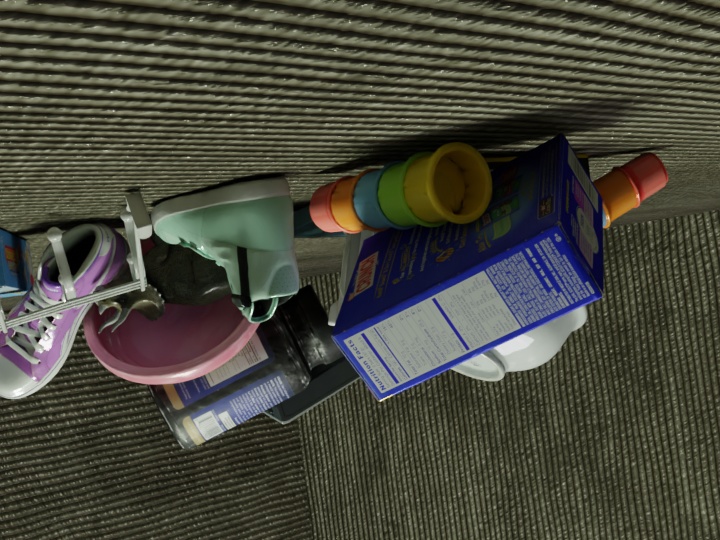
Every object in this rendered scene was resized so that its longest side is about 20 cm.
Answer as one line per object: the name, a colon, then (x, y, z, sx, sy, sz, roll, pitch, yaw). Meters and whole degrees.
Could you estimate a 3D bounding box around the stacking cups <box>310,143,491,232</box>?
stacking cups: (0.019, -0.059, 1.050, 0.060, 0.061, 0.199, -7, 180, -34)

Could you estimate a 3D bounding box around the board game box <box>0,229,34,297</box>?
board game box: (-0.433, 0.005, 1.280, 0.194, 0.056, 0.200, -8, 178, -7)

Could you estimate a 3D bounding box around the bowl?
bowl: (0.111, 0.045, 1.259, 0.200, 0.091, 0.201, 25, 162, 8)

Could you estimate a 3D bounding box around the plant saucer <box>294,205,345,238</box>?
plant saucer: (-0.027, -0.056, 1.493, 0.070, 0.019, 0.200, -25, 171, 27)

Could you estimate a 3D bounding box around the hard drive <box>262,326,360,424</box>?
hard drive: (-0.089, 0.103, 1.518, 0.139, 0.033, 0.199, -30, -152, -25)

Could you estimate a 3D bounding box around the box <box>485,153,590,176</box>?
box: (0.096, -0.073, 1.226, 0.199, 0.050, 0.159, -7, 180, -41)

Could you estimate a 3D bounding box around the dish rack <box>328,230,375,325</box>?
dish rack: (0.000, 0.000, 1.375, 0.043, 0.173, 0.200, 7, 179, 4)

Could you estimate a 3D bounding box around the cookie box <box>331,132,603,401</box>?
cookie box: (0.088, -0.004, 1.032, 0.199, 0.075, 0.171, -27, -160, 22)

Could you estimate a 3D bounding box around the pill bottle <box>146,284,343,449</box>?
pill bottle: (-0.122, 0.097, 1.385, 0.199, 0.113, 0.112, -27, 180, -5)

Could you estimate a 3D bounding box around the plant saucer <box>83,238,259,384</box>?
plant saucer: (-0.185, 0.038, 1.345, 0.199, 0.202, 0.051, -8, 140, 11)

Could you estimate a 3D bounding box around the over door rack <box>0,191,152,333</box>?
over door rack: (-0.257, -0.015, 1.123, 0.147, 0.067, 0.200, -18, 168, -15)

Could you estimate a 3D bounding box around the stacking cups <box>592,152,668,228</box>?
stacking cups: (0.218, -0.053, 1.310, 0.199, 0.061, 0.060, -29, -176, -14)

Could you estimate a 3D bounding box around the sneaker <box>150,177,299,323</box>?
sneaker: (-0.123, -0.010, 1.152, 0.073, 0.119, 0.200, -8, 180, -34)

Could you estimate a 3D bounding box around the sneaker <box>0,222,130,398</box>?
sneaker: (-0.310, 0.035, 1.271, 0.072, 0.201, 0.114, 33, 178, 5)

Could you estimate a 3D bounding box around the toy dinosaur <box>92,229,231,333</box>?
toy dinosaur: (-0.168, -0.004, 1.300, 0.198, 0.103, 0.077, -10, 176, -5)
